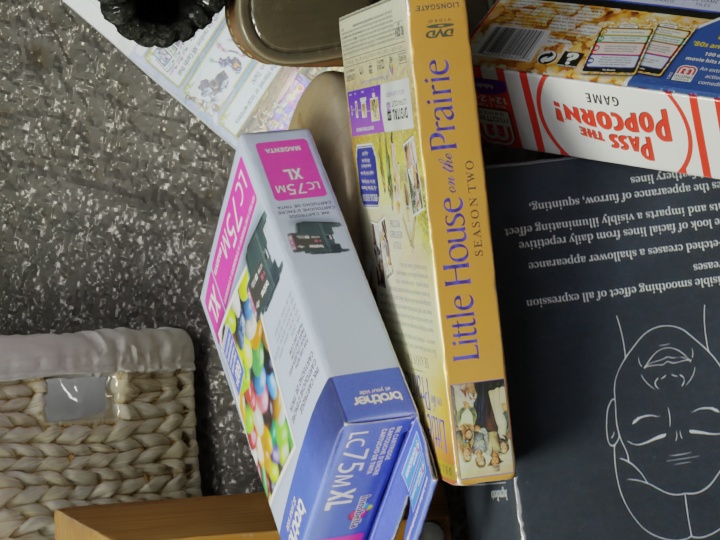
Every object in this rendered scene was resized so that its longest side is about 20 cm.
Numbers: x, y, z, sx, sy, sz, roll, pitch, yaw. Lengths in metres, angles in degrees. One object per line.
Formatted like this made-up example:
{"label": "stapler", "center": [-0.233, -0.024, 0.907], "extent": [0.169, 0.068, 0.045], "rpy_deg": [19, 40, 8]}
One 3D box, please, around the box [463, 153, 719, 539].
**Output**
{"label": "box", "center": [0.121, 0.050, 1.059], "extent": [0.148, 0.107, 0.201], "rpy_deg": [-6, 85, -10]}

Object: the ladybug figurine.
{"label": "ladybug figurine", "center": [0.000, 0.000, 1.169], "extent": [0.136, 0.072, 0.200], "rpy_deg": [-113, 26, -59]}

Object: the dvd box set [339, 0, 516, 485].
{"label": "dvd box set", "center": [0.027, -0.015, 1.023], "extent": [0.029, 0.146, 0.201], "rpy_deg": [-7, 92, -10]}

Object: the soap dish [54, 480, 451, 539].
{"label": "soap dish", "center": [-0.042, 0.186, 1.148], "extent": [0.081, 0.199, 0.158], "rpy_deg": [169, 98, -71]}

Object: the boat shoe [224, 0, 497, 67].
{"label": "boat shoe", "center": [0.034, -0.131, 1.141], "extent": [0.199, 0.068, 0.072], "rpy_deg": [0, 93, -11]}

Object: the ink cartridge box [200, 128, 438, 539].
{"label": "ink cartridge box", "center": [-0.022, 0.049, 1.068], "extent": [0.119, 0.042, 0.200], "rpy_deg": [107, 147, -47]}

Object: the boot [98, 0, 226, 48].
{"label": "boot", "center": [-0.093, -0.220, 1.125], "extent": [0.158, 0.079, 0.212], "rpy_deg": [-132, 46, -65]}

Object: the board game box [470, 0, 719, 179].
{"label": "board game box", "center": [0.151, -0.125, 1.039], "extent": [0.151, 0.200, 0.046], "rpy_deg": [12, 138, 32]}

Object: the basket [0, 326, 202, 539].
{"label": "basket", "center": [-0.205, 0.122, 1.241], "extent": [0.200, 0.198, 0.161], "rpy_deg": [-15, 82, 33]}

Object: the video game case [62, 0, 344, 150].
{"label": "video game case", "center": [-0.047, -0.177, 1.222], "extent": [0.181, 0.045, 0.200], "rpy_deg": [41, 110, 15]}
